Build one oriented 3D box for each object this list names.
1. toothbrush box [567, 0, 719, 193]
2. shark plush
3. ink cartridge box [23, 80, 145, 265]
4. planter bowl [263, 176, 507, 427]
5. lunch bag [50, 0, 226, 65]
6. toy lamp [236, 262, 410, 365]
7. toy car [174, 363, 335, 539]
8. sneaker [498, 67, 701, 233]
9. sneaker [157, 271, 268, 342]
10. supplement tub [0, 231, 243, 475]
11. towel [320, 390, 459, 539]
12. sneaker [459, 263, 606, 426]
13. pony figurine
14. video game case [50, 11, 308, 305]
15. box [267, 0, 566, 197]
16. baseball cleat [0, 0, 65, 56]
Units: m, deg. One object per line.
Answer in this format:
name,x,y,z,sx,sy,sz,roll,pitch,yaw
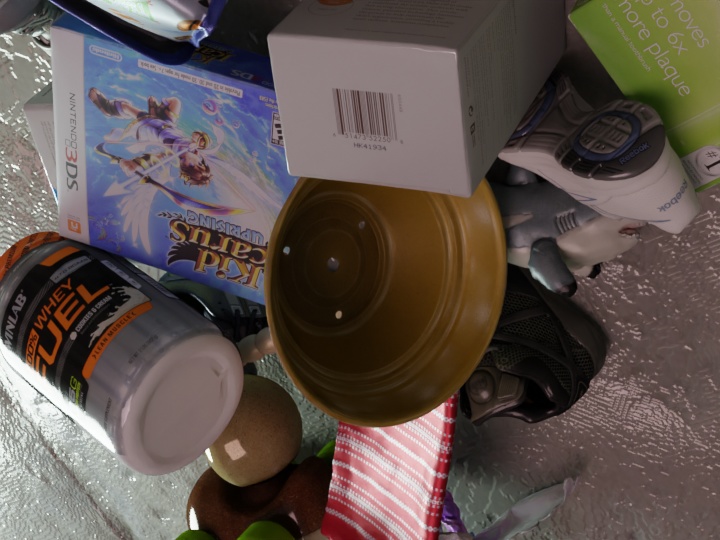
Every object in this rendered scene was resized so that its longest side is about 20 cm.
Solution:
toothbrush box,0.250,-0.160,0.908,0.199,0.086,0.146,-28,108,38
shark plush,0.112,-0.054,1.100,0.199,0.090,0.084,26,109,28
ink cartridge box,-0.143,-0.083,1.179,0.198,0.084,0.146,3,125,27
planter bowl,0.000,0.000,1.035,0.083,0.200,0.202,11,134,55
lunch bag,-0.155,-0.218,0.962,0.169,0.200,0.125,28,90,-12
toy lamp,-0.043,0.043,1.154,0.198,0.058,0.059,-22,111,30
toy car,-0.105,0.147,1.288,0.156,0.164,0.202,-13,107,34
sneaker,0.145,-0.072,0.988,0.087,0.075,0.200,46,178,-30
sneaker,-0.084,0.039,1.241,0.198,0.081,0.075,12,129,21
supplement tub,-0.192,0.056,1.144,0.199,0.122,0.124,31,137,35
towel,0.020,0.142,1.163,0.144,0.022,0.203,31,119,52
sneaker,0.086,0.037,1.127,0.199,0.114,0.076,42,132,0
pony figurine,0.087,0.249,1.248,0.192,0.165,0.203,-21,80,55
video game case,-0.126,-0.079,1.087,0.198,0.046,0.183,18,129,15
box,0.043,-0.143,0.955,0.123,0.200,0.098,8,127,23
baseball cleat,-0.229,-0.191,1.086,0.069,0.201,0.107,-21,119,11
